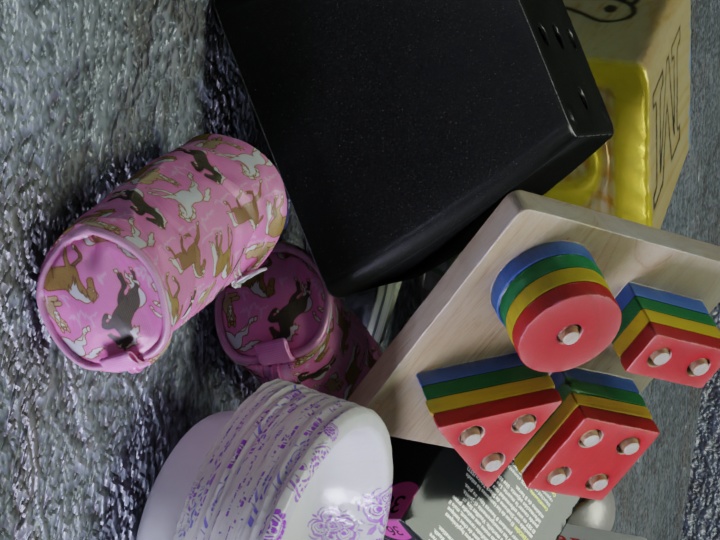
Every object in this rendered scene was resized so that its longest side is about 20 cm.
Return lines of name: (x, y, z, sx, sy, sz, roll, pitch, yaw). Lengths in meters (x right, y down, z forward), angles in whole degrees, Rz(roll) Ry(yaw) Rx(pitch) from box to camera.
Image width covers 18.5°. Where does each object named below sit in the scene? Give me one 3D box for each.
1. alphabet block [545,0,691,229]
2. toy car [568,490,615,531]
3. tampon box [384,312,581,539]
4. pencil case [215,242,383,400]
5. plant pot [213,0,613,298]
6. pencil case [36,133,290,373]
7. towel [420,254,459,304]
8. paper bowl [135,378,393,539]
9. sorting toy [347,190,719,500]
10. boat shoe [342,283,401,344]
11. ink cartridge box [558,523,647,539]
alphabet block: (0.178, -0.143, 1.918, 0.200, 0.194, 0.198, -61, 150, -54)
toy car: (0.114, 0.186, 1.902, 0.176, 0.149, 0.200, 55, -12, 4)
tampon box: (0.066, 0.140, 1.579, 0.126, 0.149, 0.201, 48, 58, -23)
pencil case: (-0.034, 0.055, 1.459, 0.083, 0.087, 0.200, -42, 154, -4)
plant pot: (0.049, -0.113, 1.412, 0.202, 0.176, 0.199, 69, 18, 3)
pencil case: (-0.107, -0.011, 1.225, 0.083, 0.086, 0.200, -57, 174, 25)
towel: (0.080, 0.010, 1.811, 0.149, 0.030, 0.202, -137, -133, -67)
paper bowl: (-0.066, 0.166, 1.343, 0.201, 0.104, 0.202, -53, 153, -43)
sorting toy: (0.127, 0.062, 1.415, 0.200, 0.198, 0.070, -53, -138, 29)
boat shoe: (0.000, 0.000, 1.610, 0.075, 0.062, 0.201, -69, 173, -52)
ink cartridge box: (0.154, 0.295, 1.714, 0.201, 0.143, 0.084, -90, -164, -47)
